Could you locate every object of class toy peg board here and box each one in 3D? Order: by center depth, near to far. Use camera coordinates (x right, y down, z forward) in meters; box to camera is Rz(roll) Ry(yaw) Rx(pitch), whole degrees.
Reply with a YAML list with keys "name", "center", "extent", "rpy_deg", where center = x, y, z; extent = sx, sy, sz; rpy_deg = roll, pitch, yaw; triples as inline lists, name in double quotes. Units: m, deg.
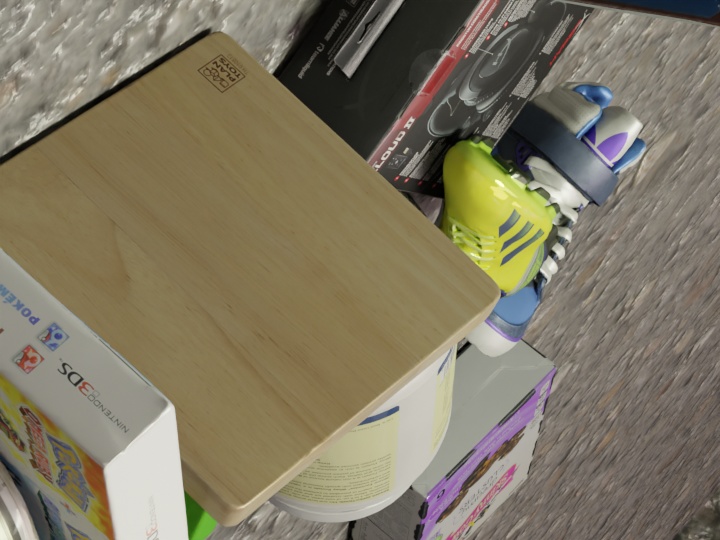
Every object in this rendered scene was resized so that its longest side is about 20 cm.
- name: "toy peg board"
  center: [-0.077, 0.018, 1.163]
  extent: [0.199, 0.200, 0.098]
  rpy_deg: [-37, 165, -38]

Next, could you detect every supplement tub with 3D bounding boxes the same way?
- name: "supplement tub"
  center: [-0.017, 0.053, 1.393]
  extent: [0.145, 0.145, 0.200]
  rpy_deg: [-44, 161, -20]

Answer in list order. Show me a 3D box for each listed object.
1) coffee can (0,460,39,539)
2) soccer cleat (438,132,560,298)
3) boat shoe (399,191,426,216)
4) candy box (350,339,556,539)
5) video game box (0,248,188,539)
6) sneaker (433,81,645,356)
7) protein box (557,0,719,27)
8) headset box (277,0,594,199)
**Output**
- name: "coffee can"
  center: [-0.258, 0.150, 1.048]
  extent: [0.200, 0.146, 0.147]
  rpy_deg: [-38, 158, -35]
- name: "soccer cleat"
  center: [0.071, -0.021, 1.420]
  extent: [0.084, 0.065, 0.200]
  rpy_deg: [-43, 164, -3]
- name: "boat shoe"
  center: [0.000, 0.000, 1.512]
  extent: [0.072, 0.072, 0.200]
  rpy_deg: [-44, 161, -16]
- name: "candy box"
  center: [0.075, 0.160, 2.012]
  extent: [0.168, 0.071, 0.200]
  rpy_deg: [-43, 160, -25]
- name: "video game box"
  center: [-0.154, 0.058, 1.066]
  extent: [0.047, 0.182, 0.200]
  rpy_deg: [-44, 161, -22]
- name: "sneaker"
  center: [0.120, -0.048, 1.566]
  extent: [0.146, 0.081, 0.200]
  rpy_deg: [-39, -157, 27]
- name: "protein box"
  center: [0.182, -0.233, 1.289]
  extent: [0.200, 0.135, 0.199]
  rpy_deg: [-6, 108, -66]
- name: "headset box"
  center: [0.039, -0.124, 1.357]
  extent: [0.149, 0.077, 0.200]
  rpy_deg: [-55, 161, 11]
